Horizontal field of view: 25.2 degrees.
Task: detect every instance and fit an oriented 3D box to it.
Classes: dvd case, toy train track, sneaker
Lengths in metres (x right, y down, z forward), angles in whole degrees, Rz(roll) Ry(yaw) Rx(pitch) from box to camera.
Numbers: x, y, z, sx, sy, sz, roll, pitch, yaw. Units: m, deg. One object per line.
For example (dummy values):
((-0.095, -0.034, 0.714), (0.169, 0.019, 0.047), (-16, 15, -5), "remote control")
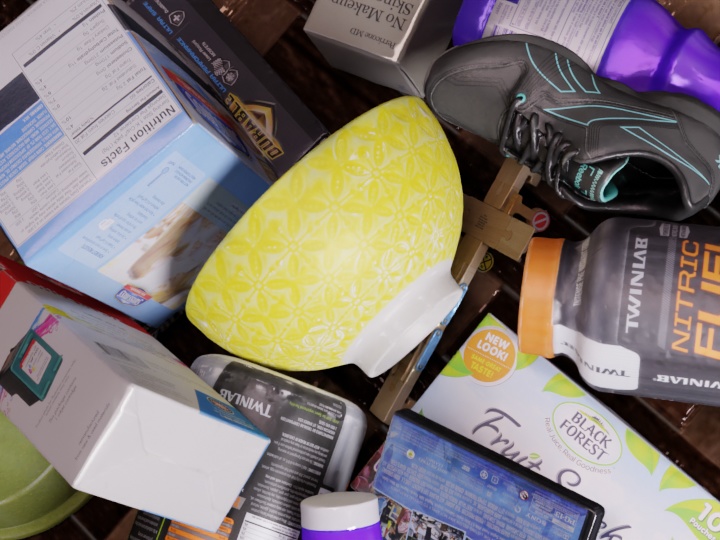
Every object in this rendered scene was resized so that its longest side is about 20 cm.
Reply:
((0.054, 0.202, 0.964), (0.142, 0.017, 0.202), (24, 106, 27), "dvd case")
((0.070, 0.013, 1.045), (0.201, 0.032, 0.115), (-61, 29, 2), "toy train track")
((0.128, -0.086, 0.976), (0.198, 0.076, 0.079), (17, 44, 14), "sneaker")

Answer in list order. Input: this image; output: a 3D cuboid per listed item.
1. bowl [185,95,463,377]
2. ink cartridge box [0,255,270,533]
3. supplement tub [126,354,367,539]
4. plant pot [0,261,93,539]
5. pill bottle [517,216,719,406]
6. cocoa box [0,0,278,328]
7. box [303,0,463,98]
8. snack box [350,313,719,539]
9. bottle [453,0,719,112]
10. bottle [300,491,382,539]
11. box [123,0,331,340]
((0.000, 0.000, 0.999), (0.200, 0.200, 0.108), (-44, 79, 2), "bowl")
((-0.159, 0.067, 0.956), (0.200, 0.116, 0.068), (34, 94, 45), "ink cartridge box")
((-0.081, 0.164, 1.010), (0.122, 0.123, 0.202), (17, 81, 21), "supplement tub")
((-0.277, 0.066, 1.062), (0.198, 0.190, 0.202), (-5, 73, 16), "plant pot")
((0.194, 0.026, 0.958), (0.198, 0.106, 0.107), (6, 77, 11), "pill bottle")
((-0.148, -0.068, 1.001), (0.133, 0.200, 0.132), (-39, 70, 4), "cocoa box")
((0.042, -0.229, 1.107), (0.082, 0.068, 0.201), (21, 82, 21), "box")
((0.113, 0.144, 0.991), (0.200, 0.053, 0.143), (39, 89, 22), "snack box")
((0.161, -0.140, 1.039), (0.199, 0.065, 0.084), (23, 84, 21), "bottle")
((-0.005, 0.234, 0.954), (0.083, 0.065, 0.202), (-3, 93, 39), "bottle")
((-0.142, -0.085, 1.138), (0.198, 0.050, 0.200), (-42, 67, 2), "box")
